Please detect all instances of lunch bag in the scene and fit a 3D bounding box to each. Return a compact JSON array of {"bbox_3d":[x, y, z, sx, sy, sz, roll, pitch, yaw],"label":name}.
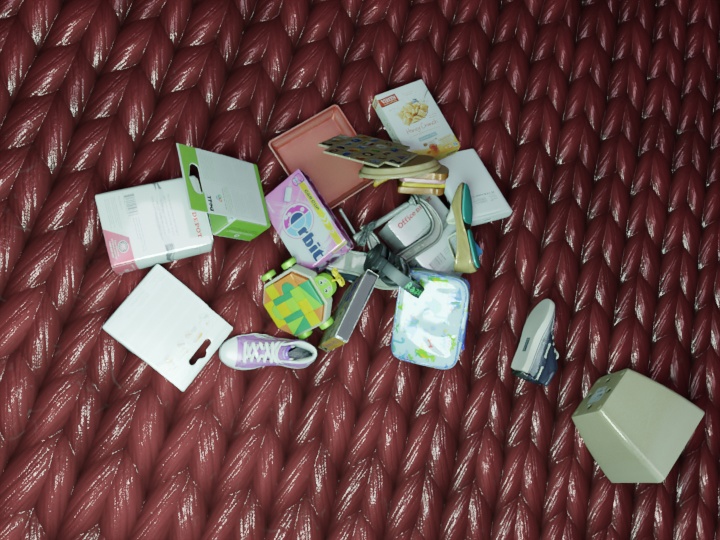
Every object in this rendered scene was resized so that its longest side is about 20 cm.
[{"bbox_3d":[0.153,0.103,1.224,0.157,0.082,0.205,9,99,13],"label":"lunch bag"}]

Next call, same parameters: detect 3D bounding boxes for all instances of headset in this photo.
[{"bbox_3d":[0.059,-0.022,1.151,0.095,0.199,0.123,-54,141,4],"label":"headset"}]

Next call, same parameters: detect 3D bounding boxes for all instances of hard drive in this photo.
[{"bbox_3d":[0.260,-0.200,1.360,0.129,0.027,0.203,-14,62,-19],"label":"hard drive"}]

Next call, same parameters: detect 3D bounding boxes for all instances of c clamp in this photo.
[{"bbox_3d":[0.076,-0.098,1.233,0.197,0.027,0.174,-26,91,-3],"label":"c clamp"}]

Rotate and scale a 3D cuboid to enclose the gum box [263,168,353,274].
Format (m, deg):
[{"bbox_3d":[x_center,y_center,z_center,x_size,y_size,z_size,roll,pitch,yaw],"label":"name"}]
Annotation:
[{"bbox_3d":[-0.111,-0.094,1.195,0.113,0.066,0.202,-36,75,10],"label":"gum box"}]

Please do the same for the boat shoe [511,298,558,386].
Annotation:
[{"bbox_3d":[0.436,0.177,1.356,0.092,0.074,0.203,30,79,-15],"label":"boat shoe"}]

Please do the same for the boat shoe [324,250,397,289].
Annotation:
[{"bbox_3d":[0.000,0.000,1.259,0.195,0.062,0.077,11,78,-12],"label":"boat shoe"}]

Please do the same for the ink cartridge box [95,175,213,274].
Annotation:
[{"bbox_3d":[-0.409,-0.091,1.142,0.196,0.083,0.150,-15,83,-19],"label":"ink cartridge box"}]

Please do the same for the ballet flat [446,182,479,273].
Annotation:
[{"bbox_3d":[0.218,-0.094,1.255,0.068,0.062,0.205,18,64,-59],"label":"ballet flat"}]

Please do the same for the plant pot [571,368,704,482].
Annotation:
[{"bbox_3d":[0.617,0.346,1.314,0.177,0.200,0.200,44,70,8],"label":"plant pot"}]

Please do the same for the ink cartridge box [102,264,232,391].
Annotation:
[{"bbox_3d":[-0.381,0.113,1.135,0.200,0.050,0.163,42,69,-14],"label":"ink cartridge box"}]

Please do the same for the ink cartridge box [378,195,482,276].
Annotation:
[{"bbox_3d":[0.160,-0.065,1.309,0.144,0.084,0.201,-42,92,-20],"label":"ink cartridge box"}]

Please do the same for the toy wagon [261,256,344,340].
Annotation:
[{"bbox_3d":[-0.115,0.052,1.147,0.157,0.198,0.040,58,37,-7],"label":"toy wagon"}]

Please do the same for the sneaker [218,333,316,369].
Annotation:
[{"bbox_3d":[-0.183,0.160,1.143,0.195,0.114,0.075,1,79,-15],"label":"sneaker"}]

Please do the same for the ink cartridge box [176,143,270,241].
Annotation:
[{"bbox_3d":[-0.287,-0.152,1.131,0.198,0.075,0.151,7,61,-51],"label":"ink cartridge box"}]

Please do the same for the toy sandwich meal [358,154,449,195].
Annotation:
[{"bbox_3d":[0.093,-0.203,1.238,0.201,0.205,0.072,-14,111,-19],"label":"toy sandwich meal"}]

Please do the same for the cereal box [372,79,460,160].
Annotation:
[{"bbox_3d":[0.134,-0.352,1.372,0.142,0.040,0.203,-24,78,-20],"label":"cereal box"}]

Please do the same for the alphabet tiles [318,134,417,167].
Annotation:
[{"bbox_3d":[0.016,-0.261,1.227,0.196,0.006,0.166,19,32,22],"label":"alphabet tiles"}]

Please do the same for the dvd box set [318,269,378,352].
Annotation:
[{"bbox_3d":[-0.029,0.088,1.157,0.029,0.200,0.148,28,72,-6],"label":"dvd box set"}]

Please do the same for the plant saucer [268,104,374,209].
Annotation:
[{"bbox_3d":[-0.081,-0.248,1.300,0.198,0.037,0.202,-34,90,-21],"label":"plant saucer"}]
